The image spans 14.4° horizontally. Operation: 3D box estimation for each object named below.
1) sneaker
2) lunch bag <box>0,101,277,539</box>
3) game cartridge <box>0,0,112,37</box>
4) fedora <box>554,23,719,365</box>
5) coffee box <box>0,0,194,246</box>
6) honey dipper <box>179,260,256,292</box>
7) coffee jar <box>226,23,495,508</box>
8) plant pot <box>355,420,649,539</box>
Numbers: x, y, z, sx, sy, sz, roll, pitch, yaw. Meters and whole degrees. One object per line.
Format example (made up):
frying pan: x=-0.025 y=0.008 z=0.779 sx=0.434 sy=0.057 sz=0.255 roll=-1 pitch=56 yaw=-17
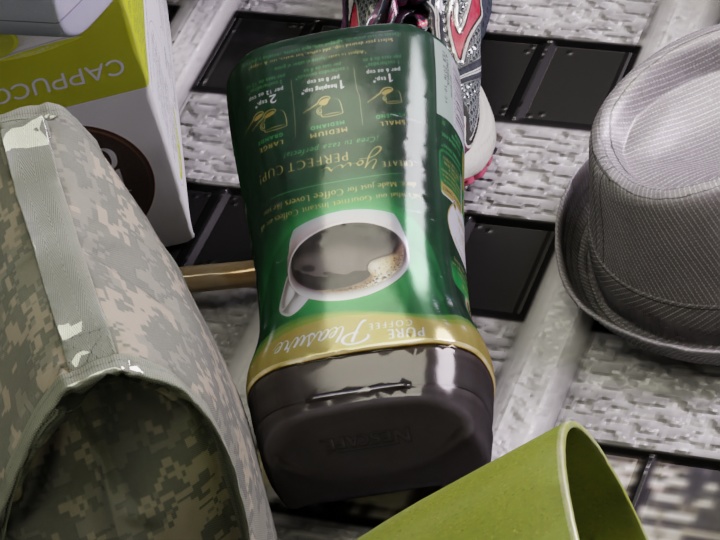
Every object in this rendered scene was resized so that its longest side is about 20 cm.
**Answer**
sneaker: x=0.020 y=-0.109 z=1.351 sx=0.080 sy=0.075 sz=0.201 roll=-7 pitch=44 yaw=8
lunch bag: x=-0.107 y=0.053 z=1.124 sx=0.117 sy=0.201 sz=0.164 roll=-17 pitch=43 yaw=-4
game cartridge: x=-0.139 y=-0.173 z=1.205 sx=0.132 sy=0.042 sz=0.201 roll=7 pitch=48 yaw=14
fedora: x=0.176 y=-0.048 z=1.230 sx=0.199 sy=0.091 sz=0.177 roll=-15 pitch=43 yaw=-1
coffee box: x=-0.199 y=-0.125 z=1.337 sx=0.198 sy=0.198 sz=0.201 roll=-12 pitch=45 yaw=1
honey dipper: x=-0.065 y=0.004 z=1.290 sx=0.199 sy=0.038 sz=0.038 roll=-5 pitch=43 yaw=4
coffee jar: x=0.000 y=0.000 z=1.204 sx=0.104 sy=0.085 sz=0.201 roll=-9 pitch=59 yaw=7
plant pot: x=0.014 y=0.175 z=0.998 sx=0.199 sy=0.187 sz=0.188 roll=-21 pitch=41 yaw=11
